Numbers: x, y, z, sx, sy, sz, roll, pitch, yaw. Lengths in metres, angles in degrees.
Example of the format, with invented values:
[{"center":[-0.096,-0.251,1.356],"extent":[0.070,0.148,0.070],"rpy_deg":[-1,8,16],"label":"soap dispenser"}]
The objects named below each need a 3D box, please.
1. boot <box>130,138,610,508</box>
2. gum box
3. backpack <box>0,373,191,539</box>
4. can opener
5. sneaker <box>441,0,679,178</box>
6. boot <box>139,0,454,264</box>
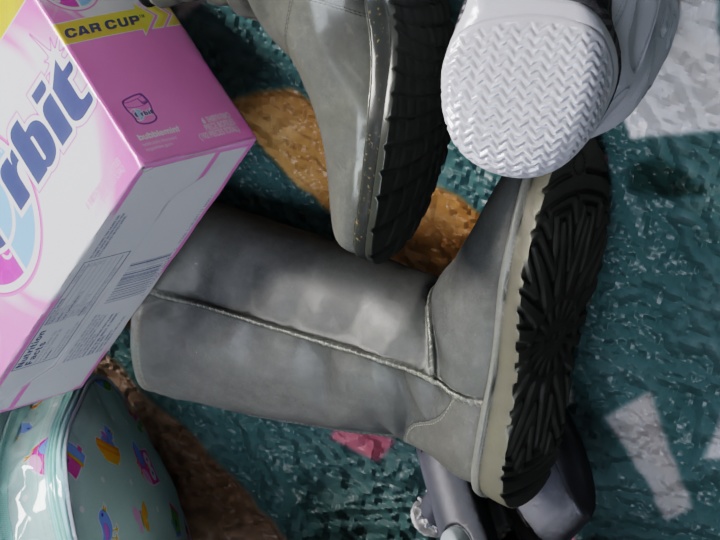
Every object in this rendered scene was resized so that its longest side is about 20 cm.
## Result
[{"center":[-0.001,-0.001,1.282],"extent":[0.200,0.073,0.182],"rpy_deg":[23,109,31],"label":"boot"},{"center":[-0.139,-0.035,1.288],"extent":[0.114,0.066,0.200],"rpy_deg":[56,135,19],"label":"gum box"},{"center":[-0.173,0.123,1.387],"extent":[0.153,0.176,0.200],"rpy_deg":[-25,111,19],"label":"backpack"},{"center":[0.068,0.144,1.287],"extent":[0.063,0.200,0.079],"rpy_deg":[5,150,-32],"label":"can opener"},{"center":[0.088,-0.133,1.133],"extent":[0.075,0.115,0.200],"rpy_deg":[18,96,12],"label":"sneaker"},{"center":[-0.032,-0.108,1.204],"extent":[0.131,0.068,0.200],"rpy_deg":[8,108,25],"label":"boot"}]
